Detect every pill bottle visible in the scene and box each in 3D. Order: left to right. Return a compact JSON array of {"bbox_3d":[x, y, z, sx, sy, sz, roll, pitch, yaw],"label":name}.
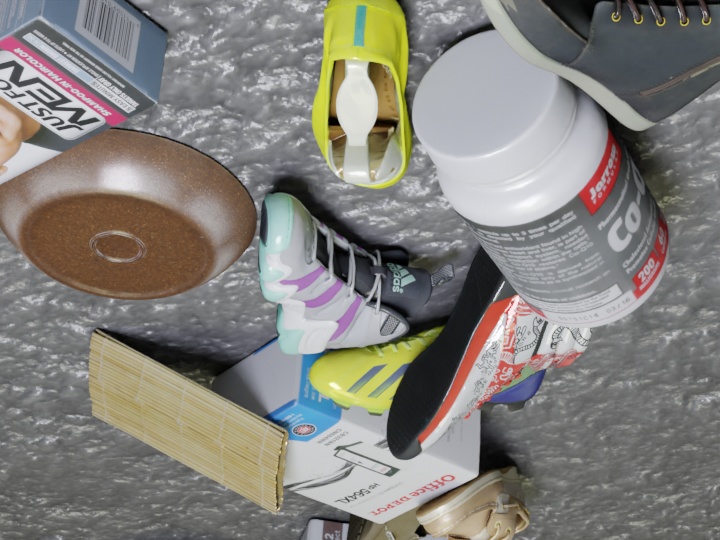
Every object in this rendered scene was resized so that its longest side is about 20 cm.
[{"bbox_3d":[0.118,-0.056,0.961,0.113,0.114,0.200,-13,144,23],"label":"pill bottle"}]

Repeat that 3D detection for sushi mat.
[{"bbox_3d":[-0.147,0.126,1.252,0.199,0.012,0.096,25,132,20],"label":"sushi mat"}]

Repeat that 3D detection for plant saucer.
[{"bbox_3d":[-0.177,-0.030,1.100,0.199,0.037,0.201,2,146,1],"label":"plant saucer"}]

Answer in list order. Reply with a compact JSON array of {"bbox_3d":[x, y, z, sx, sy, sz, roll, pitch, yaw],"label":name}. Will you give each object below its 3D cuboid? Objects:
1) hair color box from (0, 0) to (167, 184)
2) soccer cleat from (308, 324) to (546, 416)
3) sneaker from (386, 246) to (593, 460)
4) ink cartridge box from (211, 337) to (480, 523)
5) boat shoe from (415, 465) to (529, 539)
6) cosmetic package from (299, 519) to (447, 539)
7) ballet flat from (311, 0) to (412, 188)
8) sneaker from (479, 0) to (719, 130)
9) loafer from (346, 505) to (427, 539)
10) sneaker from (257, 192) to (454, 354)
[{"bbox_3d":[-0.229,-0.116,0.946,0.199,0.061,0.099,-21,141,33],"label":"hair color box"},{"bbox_3d":[0.056,0.070,1.202,0.199,0.065,0.084,1,124,-16],"label":"soccer cleat"},{"bbox_3d":[0.107,0.073,1.145,0.107,0.067,0.202,17,112,-28],"label":"sneaker"},{"bbox_3d":[-0.013,0.137,1.300,0.199,0.085,0.146,25,141,-29],"label":"ink cartridge box"},{"bbox_3d":[0.113,0.225,1.365,0.074,0.069,0.200,-30,168,21],"label":"boat shoe"},{"bbox_3d":[-0.001,0.390,1.620,0.164,0.166,0.200,9,148,-10],"label":"cosmetic package"},{"bbox_3d":[0.000,-0.096,0.952,0.066,0.067,0.200,1,148,2],"label":"ballet flat"},{"bbox_3d":[0.150,-0.159,0.849,0.106,0.075,0.200,-29,145,33],"label":"sneaker"},{"bbox_3d":[0.033,0.244,1.472,0.067,0.076,0.200,16,146,-9],"label":"loafer"},{"bbox_3d":[0.000,0.000,1.104,0.139,0.078,0.200,-2,157,4],"label":"sneaker"}]
